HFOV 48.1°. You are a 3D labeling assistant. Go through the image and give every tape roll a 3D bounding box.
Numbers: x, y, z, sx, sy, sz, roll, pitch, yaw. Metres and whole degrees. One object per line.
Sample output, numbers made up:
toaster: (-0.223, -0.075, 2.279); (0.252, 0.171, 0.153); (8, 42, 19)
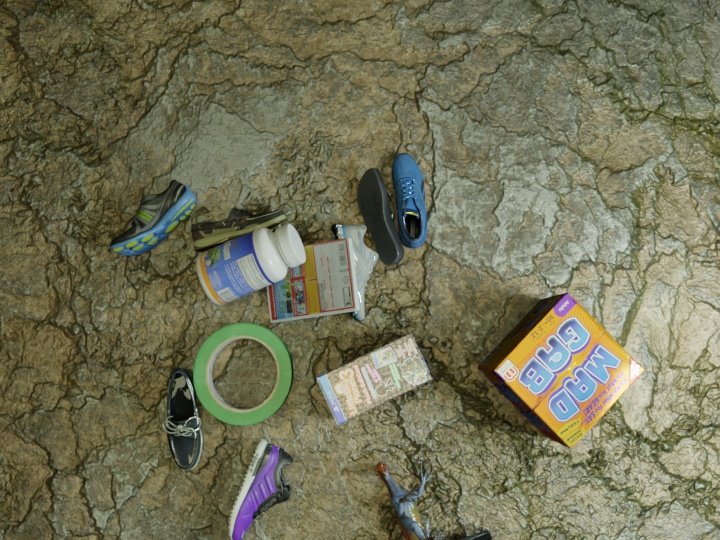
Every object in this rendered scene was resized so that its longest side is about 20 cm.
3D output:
tape roll: (-0.234, 0.207, 1.619); (0.197, 0.048, 0.203); (0, 84, -1)

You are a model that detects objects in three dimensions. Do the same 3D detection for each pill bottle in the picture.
pill bottle: (-0.213, -0.018, 1.590); (0.198, 0.112, 0.113); (-23, 85, 11)

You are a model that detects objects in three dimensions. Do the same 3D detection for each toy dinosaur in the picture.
toy dinosaur: (0.080, 0.470, 1.581); (0.181, 0.105, 0.201); (36, 97, 23)

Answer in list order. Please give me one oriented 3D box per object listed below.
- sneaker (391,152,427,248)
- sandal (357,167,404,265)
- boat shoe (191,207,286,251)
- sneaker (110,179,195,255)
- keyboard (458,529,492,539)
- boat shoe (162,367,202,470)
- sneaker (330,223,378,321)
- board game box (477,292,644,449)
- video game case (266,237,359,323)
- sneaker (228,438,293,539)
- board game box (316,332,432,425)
sneaker: (0.103, -0.146, 1.645); (0.065, 0.078, 0.203); (-6, 83, 1)
sandal: (0.044, -0.109, 1.653); (0.043, 0.076, 0.203); (-11, 84, -44)
boat shoe: (-0.251, -0.096, 1.638); (0.198, 0.072, 0.067); (-19, 90, 2)
sneaker: (-0.428, -0.106, 1.645); (0.199, 0.071, 0.083); (-42, 72, -5)
keyboard: (0.171, 0.581, 1.564); (0.198, 0.021, 0.129); (-13, 110, -20)
boat shoe: (-0.352, 0.295, 1.601); (0.074, 0.062, 0.203); (0, 85, -3)
sneaker: (0.000, 0.000, 1.634); (0.086, 0.075, 0.203); (-9, 89, -16)
board game box: (0.375, 0.189, 1.551); (0.200, 0.200, 0.200); (-45, 86, -4)
video game case: (-0.100, 0.021, 1.614); (0.198, 0.017, 0.145); (-9, 84, 24)
sneaker: (-0.190, 0.443, 1.584); (0.098, 0.070, 0.202); (21, 85, -1)
board game box: (0.026, 0.209, 1.566); (0.198, 0.159, 0.098); (-25, 84, -4)
